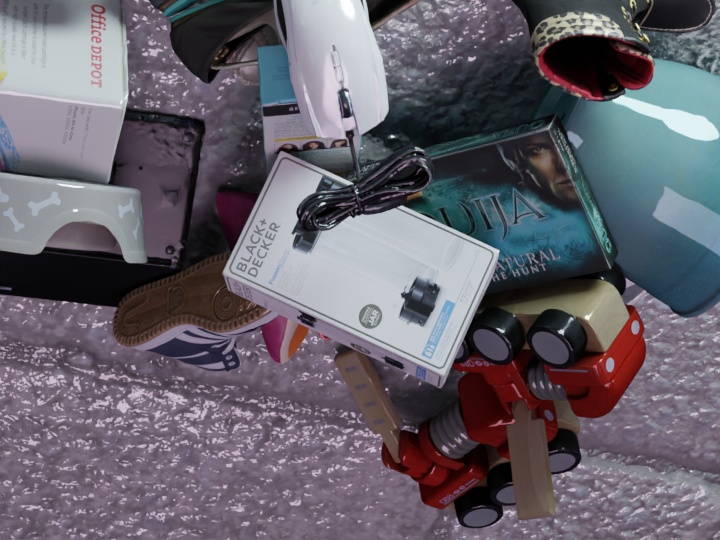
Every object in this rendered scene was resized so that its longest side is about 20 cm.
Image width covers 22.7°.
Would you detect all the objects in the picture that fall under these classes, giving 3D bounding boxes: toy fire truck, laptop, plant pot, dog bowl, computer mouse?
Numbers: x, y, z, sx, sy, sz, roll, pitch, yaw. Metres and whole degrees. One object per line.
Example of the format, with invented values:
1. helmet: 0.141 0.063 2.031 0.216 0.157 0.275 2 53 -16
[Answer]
1. toy fire truck: 0.163 0.104 1.544 0.175 0.129 0.201 0 129 44
2. toy fire truck: 0.085 0.139 1.724 0.199 0.130 0.176 20 135 -34
3. laptop: -0.242 -0.054 1.580 0.175 0.103 0.202 6 104 -15
4. plant pot: 0.239 -0.091 1.510 0.187 0.201 0.201 26 124 -11
5. dog bowl: -0.264 -0.047 1.423 0.198 0.200 0.059 6 92 -14
6. computer mouse: -0.017 -0.137 1.330 0.109 0.044 0.202 -15 93 -2

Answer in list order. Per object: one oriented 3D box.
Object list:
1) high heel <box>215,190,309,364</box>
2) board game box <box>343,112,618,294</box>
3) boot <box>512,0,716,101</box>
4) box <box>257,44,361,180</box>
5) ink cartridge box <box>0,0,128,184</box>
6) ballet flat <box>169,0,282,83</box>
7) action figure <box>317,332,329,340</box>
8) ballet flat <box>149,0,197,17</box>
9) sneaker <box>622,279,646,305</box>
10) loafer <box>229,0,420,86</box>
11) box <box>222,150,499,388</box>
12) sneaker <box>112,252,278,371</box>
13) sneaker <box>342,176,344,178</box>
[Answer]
1. high heel: -0.091 0.008 1.640 0.095 0.068 0.201 28 151 16
2. board game box: 0.097 -0.045 1.480 0.198 0.028 0.136 -13 116 32
3. boot: 0.206 -0.197 1.430 0.198 0.151 0.074 13 128 -19
4. box: -0.041 -0.126 1.453 0.081 0.050 0.200 -6 166 -4
5. ink cartridge box: -0.285 -0.153 1.395 0.198 0.146 0.088 5 131 -14
6. ballet flat: -0.058 -0.205 1.401 0.199 0.068 0.069 -25 89 26
7. action figure: -0.010 0.029 1.576 0.065 0.100 0.200 -18 158 5
8. ballet flat: -0.088 -0.266 1.382 0.199 0.073 0.073 -24 131 19
9. sneaker: 0.187 0.020 1.634 0.199 0.121 0.084 -30 87 18
10. loafer: -0.025 -0.206 1.445 0.199 0.063 0.072 -31 128 18
11. box: 0.000 0.000 1.454 0.198 0.117 0.060 26 170 7
12. sneaker: -0.115 0.040 1.585 0.199 0.071 0.108 -13 155 39
13. sneaker: 0.051 -0.036 1.597 0.197 0.076 0.115 -9 126 -8
